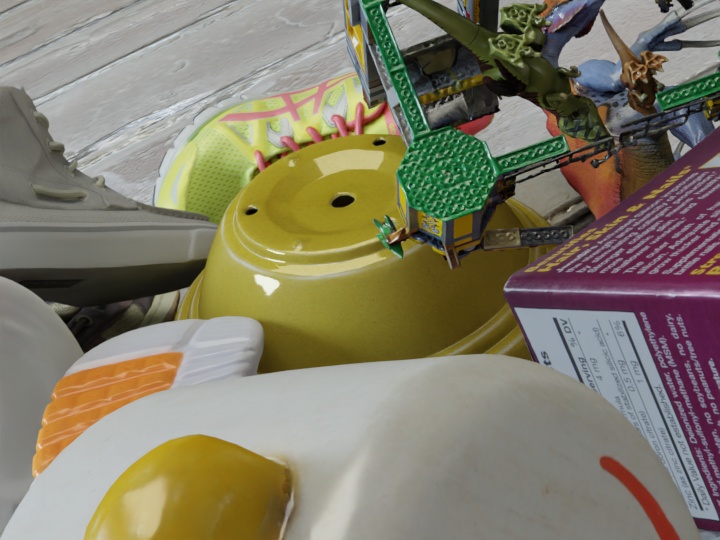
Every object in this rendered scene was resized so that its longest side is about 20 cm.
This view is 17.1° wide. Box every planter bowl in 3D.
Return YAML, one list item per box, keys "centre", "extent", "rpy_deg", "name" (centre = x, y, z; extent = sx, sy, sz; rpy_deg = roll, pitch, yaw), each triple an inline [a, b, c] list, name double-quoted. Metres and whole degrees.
- centre: [0.000, 0.000, 1.008]
  extent: [0.200, 0.083, 0.200]
  rpy_deg: [-10, 34, 7]
  name: "planter bowl"

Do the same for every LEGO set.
- centre: [0.080, -0.078, 0.962]
  extent: [0.200, 0.154, 0.116]
  rpy_deg: [-28, -18, -7]
  name: "LEGO set"

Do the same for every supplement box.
- centre: [0.169, 0.018, 0.799]
  extent: [0.131, 0.103, 0.200]
  rpy_deg: [-35, 21, -31]
  name: "supplement box"

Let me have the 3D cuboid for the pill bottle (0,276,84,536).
- centre: [-0.216, 0.082, 1.003]
  extent: [0.200, 0.120, 0.120]
  rpy_deg: [-19, 17, 35]
  name: "pill bottle"

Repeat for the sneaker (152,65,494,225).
- centre: [-0.015, -0.061, 1.201]
  extent: [0.200, 0.078, 0.090]
  rpy_deg: [-32, 20, -28]
  name: "sneaker"

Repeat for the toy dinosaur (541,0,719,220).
- centre: [0.109, -0.073, 1.051]
  extent: [0.200, 0.105, 0.181]
  rpy_deg: [-11, 29, -39]
  name: "toy dinosaur"

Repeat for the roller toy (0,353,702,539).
- centre: [0.005, 0.112, 0.595]
  extent: [0.140, 0.200, 0.182]
  rpy_deg: [-9, 17, 37]
  name: "roller toy"

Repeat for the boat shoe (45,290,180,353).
- centre: [-0.129, 0.039, 1.136]
  extent: [0.072, 0.065, 0.200]
  rpy_deg: [-62, 8, 15]
  name: "boat shoe"

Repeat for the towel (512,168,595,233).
- centre: [0.035, -0.009, 1.165]
  extent: [0.133, 0.034, 0.200]
  rpy_deg: [-31, 18, -27]
  name: "towel"

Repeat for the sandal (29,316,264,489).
- centre: [-0.086, 0.091, 0.896]
  extent: [0.079, 0.059, 0.207]
  rpy_deg: [-5, 32, 18]
  name: "sandal"

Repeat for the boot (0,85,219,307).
- centre: [-0.135, -0.038, 1.060]
  extent: [0.074, 0.096, 0.200]
  rpy_deg: [-23, -14, 34]
  name: "boot"
